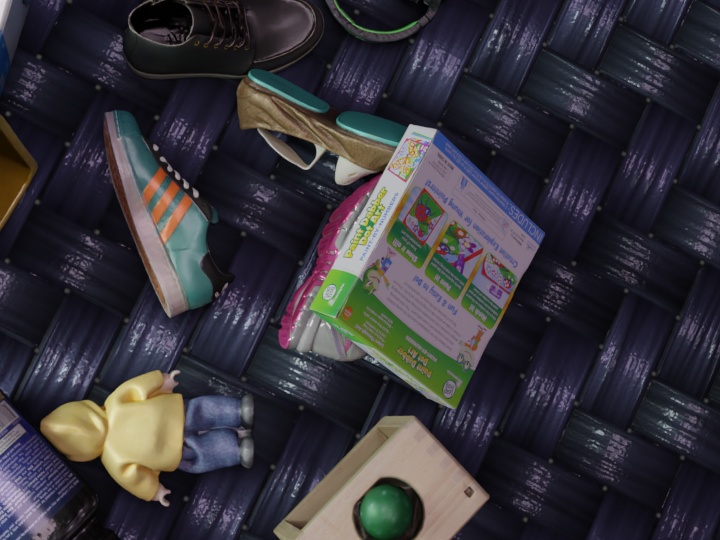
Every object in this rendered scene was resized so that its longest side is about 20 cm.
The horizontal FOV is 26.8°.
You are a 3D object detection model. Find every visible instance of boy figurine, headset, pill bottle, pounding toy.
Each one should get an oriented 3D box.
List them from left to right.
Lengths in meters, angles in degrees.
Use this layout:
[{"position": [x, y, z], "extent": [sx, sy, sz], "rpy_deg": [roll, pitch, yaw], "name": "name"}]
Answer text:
[{"position": [-0.307, 0.205, 1.353], "extent": [0.112, 0.112, 0.200], "rpy_deg": [-43, 92, -11], "name": "pill bottle"}, {"position": [-0.196, 0.156, 1.402], "extent": [0.197, 0.064, 0.126], "rpy_deg": [-1, 85, -9], "name": "boy figurine"}, {"position": [0.023, 0.246, 1.359], "extent": [0.184, 0.200, 0.142], "rpy_deg": [-45, 93, -11], "name": "pounding toy"}, {"position": [0.050, -0.314, 1.474], "extent": [0.123, 0.094, 0.200], "rpy_deg": [44, 91, -3], "name": "headset"}]

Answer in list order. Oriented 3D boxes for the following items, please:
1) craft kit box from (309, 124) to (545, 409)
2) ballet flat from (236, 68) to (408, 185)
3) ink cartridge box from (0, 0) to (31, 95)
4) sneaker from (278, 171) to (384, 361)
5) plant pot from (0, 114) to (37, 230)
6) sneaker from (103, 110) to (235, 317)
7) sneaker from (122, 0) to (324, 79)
[{"position": [0.068, 0.000, 1.417], "extent": [0.200, 0.048, 0.199], "rpy_deg": [39, 73, -42], "name": "craft kit box"}, {"position": [-0.032, -0.126, 1.446], "extent": [0.198, 0.068, 0.073], "rpy_deg": [22, 114, 9], "name": "ballet flat"}, {"position": [-0.374, -0.275, 1.373], "extent": [0.146, 0.145, 0.202], "rpy_deg": [17, 82, -8], "name": "ink cartridge box"}, {"position": [0.000, 0.000, 1.448], "extent": [0.088, 0.081, 0.202], "rpy_deg": [28, 84, -13], "name": "sneaker"}, {"position": [-0.431, -0.081, 1.328], "extent": [0.199, 0.194, 0.197], "rpy_deg": [30, 80, 3], "name": "plant pot"}, {"position": [-0.182, -0.062, 1.427], "extent": [0.079, 0.071, 0.202], "rpy_deg": [-21, 93, -15], "name": "sneaker"}, {"position": [-0.125, -0.226, 1.429], "extent": [0.198, 0.106, 0.076], "rpy_deg": [-12, 86, -10], "name": "sneaker"}]
